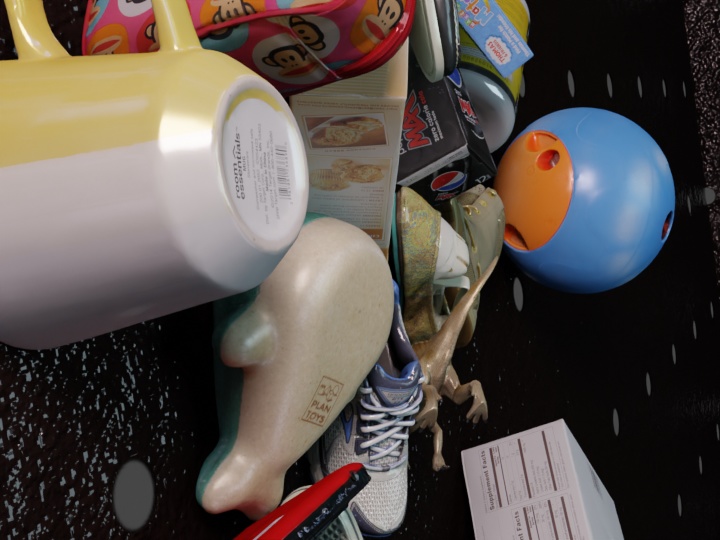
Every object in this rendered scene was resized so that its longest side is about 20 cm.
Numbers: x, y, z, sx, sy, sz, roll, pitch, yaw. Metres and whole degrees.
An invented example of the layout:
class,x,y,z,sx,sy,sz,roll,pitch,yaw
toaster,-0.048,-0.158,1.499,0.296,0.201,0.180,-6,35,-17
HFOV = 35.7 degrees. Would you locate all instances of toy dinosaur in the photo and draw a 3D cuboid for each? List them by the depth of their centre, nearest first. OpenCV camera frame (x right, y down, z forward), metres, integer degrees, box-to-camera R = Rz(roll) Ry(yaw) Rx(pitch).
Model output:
class,x,y,z,sx,sy,sz,roll,pitch,yaw
toy dinosaur,0.056,0.087,0.880,0.058,0.202,0.101,16,23,-26

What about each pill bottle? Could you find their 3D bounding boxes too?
class,x,y,z,sx,sy,sz,roll,pitch,yaw
pill bottle,0.104,-0.214,1.076,0.112,0.111,0.202,55,38,-44

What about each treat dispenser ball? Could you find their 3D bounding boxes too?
class,x,y,z,sx,sy,sz,roll,pitch,yaw
treat dispenser ball,0.242,-0.076,1.226,0.200,0.199,0.204,24,63,-60

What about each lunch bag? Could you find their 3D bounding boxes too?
class,x,y,z,sx,sy,sz,roll,pitch,yaw
lunch bag,-0.062,-0.188,0.637,0.082,0.198,0.178,31,58,-52

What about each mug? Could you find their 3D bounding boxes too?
class,x,y,z,sx,sy,sz,roll,pitch,yaw
mug,-0.117,-0.055,0.546,0.188,0.151,0.150,62,34,-36

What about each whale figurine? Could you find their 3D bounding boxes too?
class,x,y,z,sx,sy,sz,roll,pitch,yaw
whale figurine,-0.059,0.058,0.730,0.159,0.103,0.202,29,83,-59

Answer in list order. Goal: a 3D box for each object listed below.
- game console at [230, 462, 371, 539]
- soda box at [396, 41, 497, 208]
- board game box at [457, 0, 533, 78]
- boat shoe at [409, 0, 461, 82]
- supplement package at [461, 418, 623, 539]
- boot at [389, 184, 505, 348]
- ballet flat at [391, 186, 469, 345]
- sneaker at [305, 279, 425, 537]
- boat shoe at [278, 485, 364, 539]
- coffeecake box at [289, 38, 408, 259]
class,x,y,z,sx,sy,sz,roll,pitch,yaw
game console,-0.065,0.224,0.631,0.119,0.172,0.200,55,29,3
soda box,0.044,-0.156,0.921,0.063,0.070,0.202,31,37,-55
board game box,0.059,-0.267,0.946,0.151,0.036,0.201,41,17,-40
boat shoe,0.057,-0.229,0.781,0.075,0.065,0.202,106,-25,-69
supplement package,0.193,0.273,1.110,0.200,0.110,0.157,54,22,-46
boot,0.082,-0.052,1.039,0.156,0.072,0.202,-58,136,-51
ballet flat,0.058,0.002,0.911,0.201,0.070,0.071,86,14,-54
sneaker,0.006,0.095,0.815,0.076,0.085,0.203,-7,88,-32
boat shoe,-0.016,0.219,0.778,0.062,0.074,0.202,-65,149,-50
coffeecake box,-0.008,-0.118,0.763,0.201,0.072,0.155,94,-2,-61
